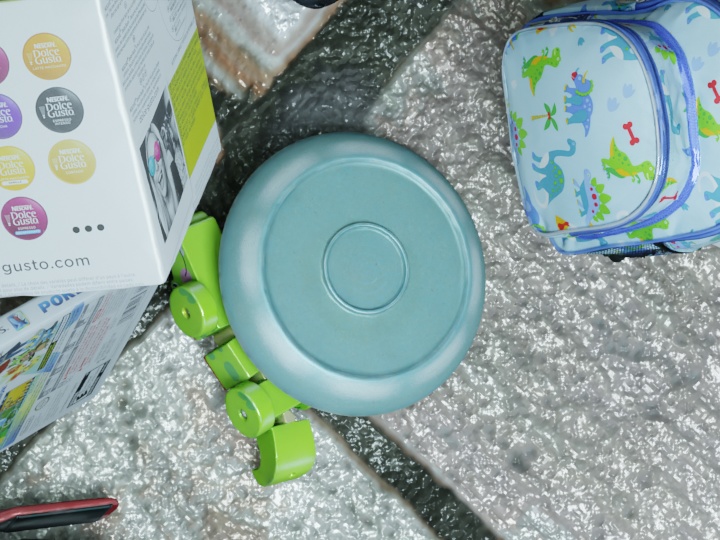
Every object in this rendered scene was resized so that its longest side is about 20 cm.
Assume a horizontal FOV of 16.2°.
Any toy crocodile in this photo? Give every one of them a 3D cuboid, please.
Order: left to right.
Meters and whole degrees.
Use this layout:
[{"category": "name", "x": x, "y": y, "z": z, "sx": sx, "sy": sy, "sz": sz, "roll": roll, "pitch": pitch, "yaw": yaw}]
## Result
[{"category": "toy crocodile", "x": -0.085, "y": 0.054, "z": 1.762, "sx": 0.067, "sy": 0.062, "sz": 0.200, "roll": -28, "pitch": 91, "yaw": -38}]

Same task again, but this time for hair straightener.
[{"category": "hair straightener", "x": -0.248, "y": 0.197, "z": 1.706, "sx": 0.199, "sy": 0.041, "sz": 0.077, "roll": 1, "pitch": 64, "yaw": -34}]

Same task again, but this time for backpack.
[{"category": "backpack", "x": 0.200, "y": -0.099, "z": 1.694, "sx": 0.147, "sy": 0.200, "sz": 0.184, "roll": -9, "pitch": 91, "yaw": -47}]

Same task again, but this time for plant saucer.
[{"category": "plant saucer", "x": 0.000, "y": 0.000, "z": 1.752, "sx": 0.199, "sy": 0.027, "sz": 0.201, "roll": 4, "pitch": 80, "yaw": -20}]

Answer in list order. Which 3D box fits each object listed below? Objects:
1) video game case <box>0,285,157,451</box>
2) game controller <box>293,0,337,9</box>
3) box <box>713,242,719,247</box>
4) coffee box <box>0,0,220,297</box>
[{"category": "video game case", "x": -0.219, "y": 0.068, "z": 1.649, "sx": 0.182, "sy": 0.200, "sz": 0.022, "roll": -31, "pitch": 75, "yaw": -36}, {"category": "game controller", "x": -0.056, "y": -0.282, "z": 1.747, "sx": 0.104, "sy": 0.042, "sz": 0.200, "roll": -36, "pitch": 87, "yaw": 18}, {"category": "box", "x": 0.366, "y": -0.038, "z": 1.778, "sx": 0.199, "sy": 0.097, "sz": 0.125, "roll": 24, "pitch": 88, "yaw": -4}, {"category": "coffee box", "x": -0.217, "y": -0.115, "z": 1.608, "sx": 0.199, "sy": 0.200, "sz": 0.198, "roll": -5, "pitch": 116, "yaw": 12}]
